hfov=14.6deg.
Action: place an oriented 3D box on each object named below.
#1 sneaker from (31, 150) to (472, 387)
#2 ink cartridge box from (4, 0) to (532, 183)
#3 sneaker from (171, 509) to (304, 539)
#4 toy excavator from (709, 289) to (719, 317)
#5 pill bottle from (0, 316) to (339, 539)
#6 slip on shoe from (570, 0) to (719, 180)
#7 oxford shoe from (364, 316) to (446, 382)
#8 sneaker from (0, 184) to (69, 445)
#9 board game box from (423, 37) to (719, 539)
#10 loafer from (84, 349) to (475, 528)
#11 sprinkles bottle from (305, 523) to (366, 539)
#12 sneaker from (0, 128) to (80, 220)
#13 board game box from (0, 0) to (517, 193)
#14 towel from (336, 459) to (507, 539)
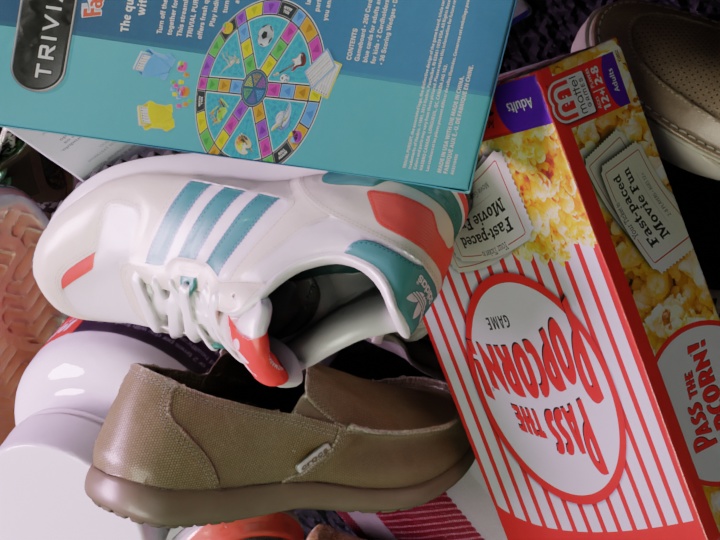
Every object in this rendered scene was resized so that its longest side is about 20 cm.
[{"bbox_3d":[-0.055,0.004,1.151,0.199,0.093,0.070,-8,134,23],"label":"sneaker"},{"bbox_3d":[-0.056,-0.110,1.165,0.199,0.041,0.200,-34,145,13],"label":"ink cartridge box"},{"bbox_3d":[-0.040,0.178,1.266,0.077,0.082,0.200,-22,150,1],"label":"sneaker"},{"bbox_3d":[0.170,0.031,1.186,0.200,0.195,0.100,5,132,-10],"label":"toy excavator"},{"bbox_3d":[-0.089,0.054,1.290,0.111,0.200,0.112,15,129,19],"label":"pill bottle"},{"bbox_3d":[0.183,-0.061,1.135,0.200,0.076,0.061,31,139,4],"label":"slip on shoe"},{"bbox_3d":[0.000,0.000,1.240,0.200,0.058,0.075,25,132,-31],"label":"oxford shoe"},{"bbox_3d":[-0.182,0.036,1.342,0.080,0.071,0.200,42,142,43],"label":"sneaker"},{"bbox_3d":[0.084,0.015,1.166,0.151,0.046,0.200,-13,100,61],"label":"board game box"},{"bbox_3d":[-0.026,0.065,1.203,0.076,0.200,0.068,23,112,43],"label":"loafer"},{"bbox_3d":[0.064,0.181,1.372,0.200,0.068,0.068,15,130,7],"label":"sprinkles bottle"},{"bbox_3d":[-0.176,-0.064,1.324,0.077,0.089,0.200,26,135,11],"label":"sneaker"},{"bbox_3d":[-0.041,-0.118,1.062,0.200,0.047,0.151,8,119,-10],"label":"board game box"},{"bbox_3d":[0.073,0.102,1.341,0.200,0.023,0.144,-8,135,34],"label":"towel"}]
